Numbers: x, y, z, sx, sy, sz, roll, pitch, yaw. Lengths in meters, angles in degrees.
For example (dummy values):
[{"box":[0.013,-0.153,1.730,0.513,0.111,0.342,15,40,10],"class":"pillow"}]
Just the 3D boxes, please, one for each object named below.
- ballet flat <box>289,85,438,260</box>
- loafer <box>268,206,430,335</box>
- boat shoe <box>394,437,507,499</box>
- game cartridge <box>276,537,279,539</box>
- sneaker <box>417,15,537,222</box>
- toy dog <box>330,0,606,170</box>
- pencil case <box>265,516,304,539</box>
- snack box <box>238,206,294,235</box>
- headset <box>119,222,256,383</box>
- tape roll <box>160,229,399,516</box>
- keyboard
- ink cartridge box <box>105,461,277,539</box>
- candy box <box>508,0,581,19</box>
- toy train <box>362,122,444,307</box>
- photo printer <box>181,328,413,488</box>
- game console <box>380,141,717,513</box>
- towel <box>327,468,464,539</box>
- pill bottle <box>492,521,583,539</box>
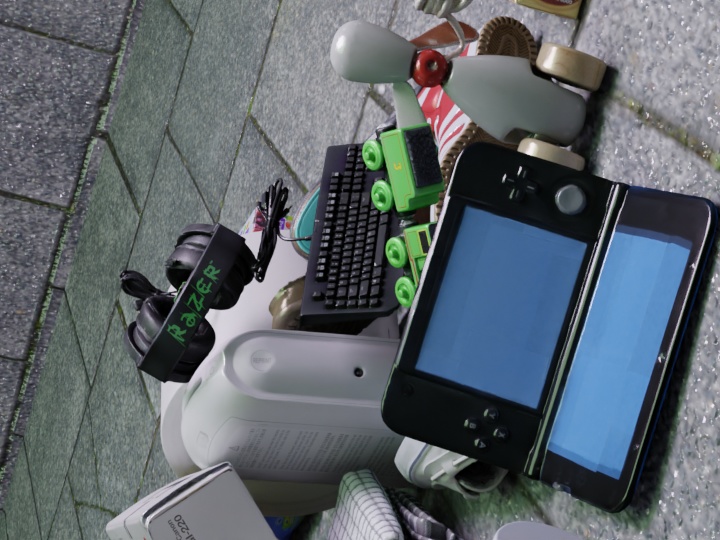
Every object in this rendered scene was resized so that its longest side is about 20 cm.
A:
[{"box":[0.018,-0.081,1.811,0.200,0.073,0.073,-46,14,-9],"class":"ballet flat"},{"box":[0.000,0.000,1.693,0.067,0.199,0.076,48,138,21],"class":"loafer"},{"box":[0.072,0.129,1.548,0.066,0.073,0.200,56,168,14],"class":"boat shoe"},{"box":[-0.094,0.308,1.818,0.032,0.176,0.201,-29,-32,-53],"class":"game cartridge"},{"box":[0.079,-0.088,1.702,0.112,0.071,0.201,-37,35,60],"class":"sneaker"},{"box":[0.083,-0.132,1.573,0.132,0.200,0.096,-51,-2,-3],"class":"toy dog"},{"box":[-0.102,0.249,2.019,0.087,0.078,0.201,-47,-17,-57],"class":"pencil case"},{"box":[-0.060,0.027,1.948,0.200,0.141,0.053,128,152,-57],"class":"snack box"},{"box":[-0.142,0.019,1.672,0.124,0.094,0.200,-61,4,-6],"class":"headset"},{"box":[-0.066,0.086,1.817,0.140,0.201,0.203,-94,24,-48],"class":"tape roll"},{"box":[-0.025,-0.030,1.643,0.201,0.126,0.021,-82,-19,-50],"class":"keyboard"},{"box":[-0.114,0.230,1.670,0.146,0.085,0.200,58,165,0],"class":"ink cartridge box"},{"box":[0.150,-0.298,1.659,0.115,0.055,0.201,-136,61,-71],"class":"candy box"},{"box":[0.048,-0.008,1.548,0.056,0.042,0.201,-11,94,53],"class":"toy train"},{"box":[-0.035,0.106,1.665,0.167,0.198,0.070,116,155,-59],"class":"photo printer"},{"box":[0.114,0.030,1.381,0.118,0.170,0.201,27,-99,-84],"class":"game console"},{"box":[0.016,0.263,1.614,0.166,0.085,0.201,-139,62,-74],"class":"towel"},{"box":[0.084,0.257,1.329,0.112,0.111,0.201,-110,37,-62],"class":"pill bottle"}]
